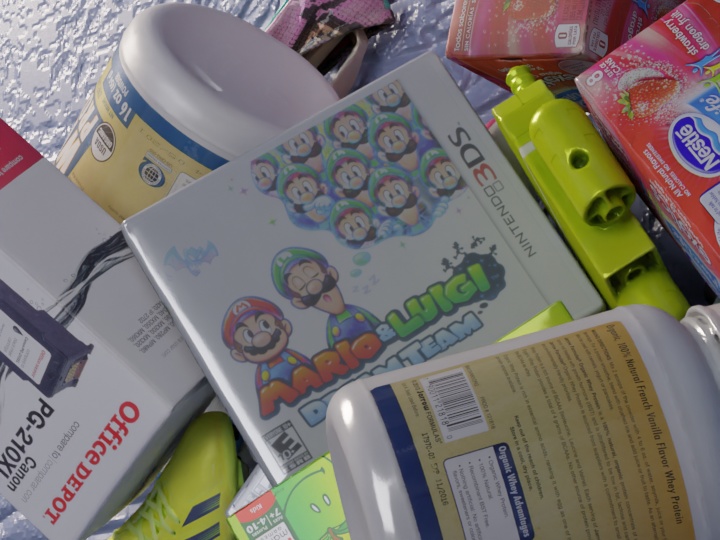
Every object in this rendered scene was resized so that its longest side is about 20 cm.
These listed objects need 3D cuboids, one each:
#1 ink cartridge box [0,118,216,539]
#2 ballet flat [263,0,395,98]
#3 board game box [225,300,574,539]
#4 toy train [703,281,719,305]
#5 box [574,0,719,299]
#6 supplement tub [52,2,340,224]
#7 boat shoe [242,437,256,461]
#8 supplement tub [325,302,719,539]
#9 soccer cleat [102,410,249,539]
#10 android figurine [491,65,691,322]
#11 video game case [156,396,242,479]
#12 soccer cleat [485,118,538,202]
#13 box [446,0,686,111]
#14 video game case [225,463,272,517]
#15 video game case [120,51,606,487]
[{"bbox_3d":[-0.183,0.034,1.546,0.200,0.084,0.145,42,130,5],"label":"ink cartridge box"},{"bbox_3d":[-0.055,-0.102,1.698,0.200,0.069,0.071,-46,71,17],"label":"ballet flat"},{"bbox_3d":[0.037,0.097,1.424,0.199,0.102,0.048,-33,73,4],"label":"board game box"},{"bbox_3d":[0.258,0.033,1.378,0.114,0.085,0.200,-50,50,2],"label":"toy train"},{"bbox_3d":[0.200,-0.036,1.344,0.099,0.096,0.200,-34,50,-1],"label":"box"},{"bbox_3d":[-0.110,-0.037,1.622,0.201,0.144,0.145,-58,47,25],"label":"supplement tub"},{"bbox_3d":[-0.001,0.119,1.549,0.072,0.068,0.200,-39,67,-1],"label":"boat shoe"},{"bbox_3d":[0.095,0.098,1.294,0.199,0.145,0.145,-15,59,-6],"label":"supplement tub"},{"bbox_3d":[-0.113,0.157,1.581,0.065,0.083,0.201,-100,22,-44],"label":"soccer cleat"},{"bbox_3d":[0.126,-0.021,1.439,0.041,0.182,0.201,-30,54,3],"label":"android figurine"},{"bbox_3d":[-0.132,0.045,1.734,0.199,0.018,0.144,22,90,42],"label":"video game case"},{"bbox_3d":[0.081,0.018,1.542,0.086,0.070,0.202,13,88,31],"label":"soccer cleat"},{"bbox_3d":[0.127,-0.195,1.540,0.095,0.099,0.202,2,76,40],"label":"box"},{"bbox_3d":[0.056,0.111,1.481,0.199,0.023,0.182,34,87,17],"label":"video game case"},{"bbox_3d":[0.000,0.000,1.487,0.199,0.024,0.183,-29,67,-8],"label":"video game case"}]
